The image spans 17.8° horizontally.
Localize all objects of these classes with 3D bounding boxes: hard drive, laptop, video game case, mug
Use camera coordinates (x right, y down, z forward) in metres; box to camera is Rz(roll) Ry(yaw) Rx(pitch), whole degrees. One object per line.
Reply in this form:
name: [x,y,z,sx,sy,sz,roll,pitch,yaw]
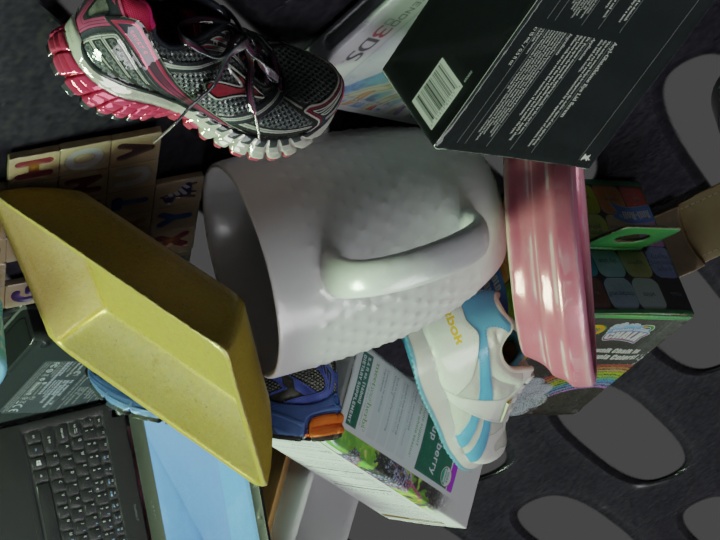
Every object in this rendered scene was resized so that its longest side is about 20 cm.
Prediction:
hard drive: [-0.191,0.074,1.711,0.199,0.033,0.140,2,147,-39]
laptop: [-0.176,0.193,1.690,0.199,0.178,0.103,-12,-169,-15]
video game case: [0.075,-0.152,1.467,0.199,0.022,0.182,7,144,-45]
mug: [0.010,-0.018,1.503,0.175,0.148,0.200,-16,-167,-17]

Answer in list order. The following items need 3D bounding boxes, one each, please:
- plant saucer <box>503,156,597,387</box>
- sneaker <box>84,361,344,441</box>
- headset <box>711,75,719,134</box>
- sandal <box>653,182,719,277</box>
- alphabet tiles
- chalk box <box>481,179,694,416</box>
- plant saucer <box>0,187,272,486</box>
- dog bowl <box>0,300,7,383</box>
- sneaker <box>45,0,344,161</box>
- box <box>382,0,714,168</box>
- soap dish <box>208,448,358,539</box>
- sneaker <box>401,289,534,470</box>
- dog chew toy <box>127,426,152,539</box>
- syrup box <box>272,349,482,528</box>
plant saucer: [0.128,-0.020,1.557,0.051,0.201,0.201,-4,156,7]
sneaker: [-0.099,0.072,1.609,0.199,0.079,0.075,6,177,20]
headset: [0.348,-0.105,1.685,0.199,0.094,0.123,18,137,-37]
sandal: [0.311,-0.048,1.833,0.211,0.078,0.070,-19,-172,13]
alphabet tiles: [-0.186,-0.032,1.526,0.166,0.008,0.200,-11,154,-15]
chalk box: [0.157,0.009,1.741,0.124,0.124,0.200,2,146,-37]
plant saucer: [-0.135,0.033,1.498,0.048,0.200,0.200,-49,157,-20]
dog bowl: [-0.300,0.046,1.485,0.111,0.050,0.200,-28,156,11]
sneaker: [-0.083,-0.119,1.346,0.199,0.081,0.075,7,141,-44]
box: [0.127,-0.163,1.371,0.141,0.079,0.200,7,129,-41]
soap dish: [-0.051,0.146,1.794,0.081,0.201,0.157,9,162,17]
sneaker: [0.086,0.081,1.641,0.080,0.077,0.200,-21,151,3]
dog chew toy: [-0.166,0.217,1.822,0.124,0.201,0.125,-17,156,-8]
syrup box: [0.010,0.121,1.705,0.081,0.079,0.200,3,158,37]
